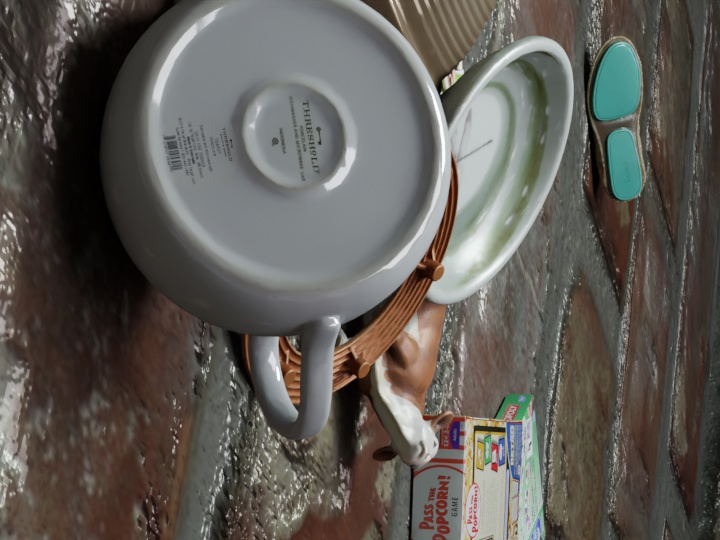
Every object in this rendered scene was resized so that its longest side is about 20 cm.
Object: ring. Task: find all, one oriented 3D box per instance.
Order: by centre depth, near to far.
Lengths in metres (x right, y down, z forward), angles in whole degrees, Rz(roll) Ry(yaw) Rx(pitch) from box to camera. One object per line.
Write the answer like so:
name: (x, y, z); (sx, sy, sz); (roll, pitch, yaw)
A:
ring: (0.000, 0.000, 1.240); (0.200, 0.019, 0.202); (-35, 143, -32)

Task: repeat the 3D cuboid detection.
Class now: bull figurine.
bull figurine: (0.026, 0.042, 1.407); (0.122, 0.064, 0.202); (55, 34, -51)

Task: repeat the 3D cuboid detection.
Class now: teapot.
teapot: (-0.053, -0.047, 1.033); (0.201, 0.197, 0.146); (-58, -173, -22)

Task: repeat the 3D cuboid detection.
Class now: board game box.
board game box: (0.092, 0.200, 1.651); (0.200, 0.046, 0.153); (19, 73, -71)
board game box: (0.146, 0.238, 1.847); (0.135, 0.029, 0.202); (-52, 140, -61)

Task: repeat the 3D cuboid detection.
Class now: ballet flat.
ballet flat: (0.293, -0.180, 2.263); (0.065, 0.070, 0.202); (-116, -160, -66)

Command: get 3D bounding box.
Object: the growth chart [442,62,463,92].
growth chart: (0.056, -0.090, 1.578); (0.200, 0.018, 0.146); (-45, 134, -64)

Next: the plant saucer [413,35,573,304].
plant saucer: (0.078, -0.077, 1.368); (0.200, 0.050, 0.201); (-41, 146, -35)

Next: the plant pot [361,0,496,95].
plant pot: (0.039, -0.217, 1.300); (0.201, 0.092, 0.203); (-18, 90, -80)
